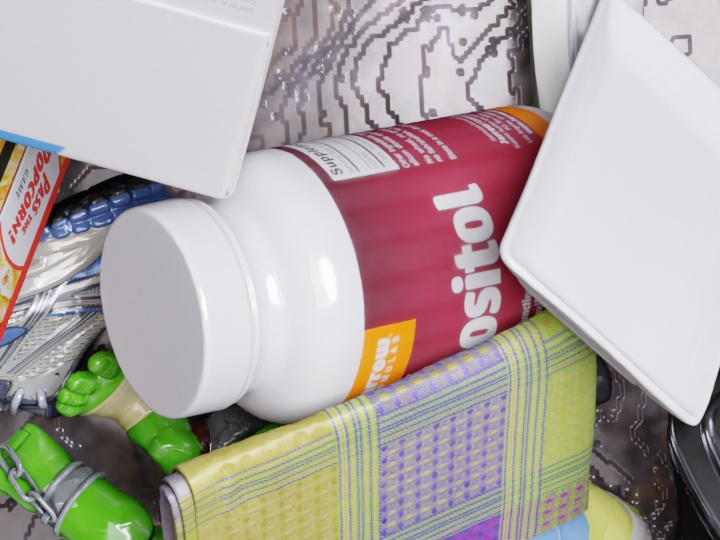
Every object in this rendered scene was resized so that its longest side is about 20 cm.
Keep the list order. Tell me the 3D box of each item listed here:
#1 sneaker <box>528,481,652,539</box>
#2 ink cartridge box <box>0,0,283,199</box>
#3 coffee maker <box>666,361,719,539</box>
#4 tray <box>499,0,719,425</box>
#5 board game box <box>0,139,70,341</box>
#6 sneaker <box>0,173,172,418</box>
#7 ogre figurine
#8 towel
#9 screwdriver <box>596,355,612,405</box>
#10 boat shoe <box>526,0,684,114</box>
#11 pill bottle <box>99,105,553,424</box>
[{"bbox_3d":[0.039,0.170,1.125,0.105,0.076,0.200,35,79,7],"label":"sneaker"},{"bbox_3d":[-0.099,-0.134,1.013,0.144,0.200,0.084,15,127,-4],"label":"ink cartridge box"},{"bbox_3d":[0.184,0.127,1.039,0.135,0.200,0.192,34,73,23],"label":"coffee maker"},{"bbox_3d":[0.113,-0.027,1.020,0.107,0.200,0.022,41,129,-13],"label":"tray"},{"bbox_3d":[-0.221,-0.001,1.051,0.151,0.046,0.200,9,60,14],"label":"board game box"},{"bbox_3d":[-0.162,0.035,1.109,0.200,0.077,0.085,-26,99,1],"label":"sneaker"},{"bbox_3d":[-0.048,0.076,1.093,0.200,0.098,0.120,-24,69,-37],"label":"ogre figurine"},{"bbox_3d":[0.008,0.092,1.024,0.200,0.144,0.023,-23,50,-18],"label":"towel"},{"bbox_3d":[0.017,0.069,1.145,0.199,0.029,0.028,-12,94,8],"label":"screwdriver"},{"bbox_3d":[0.112,-0.088,1.111,0.071,0.070,0.202,-3,90,2],"label":"boat shoe"},{"bbox_3d":[0.000,0.000,1.031,0.200,0.113,0.113,-13,93,-32],"label":"pill bottle"}]
